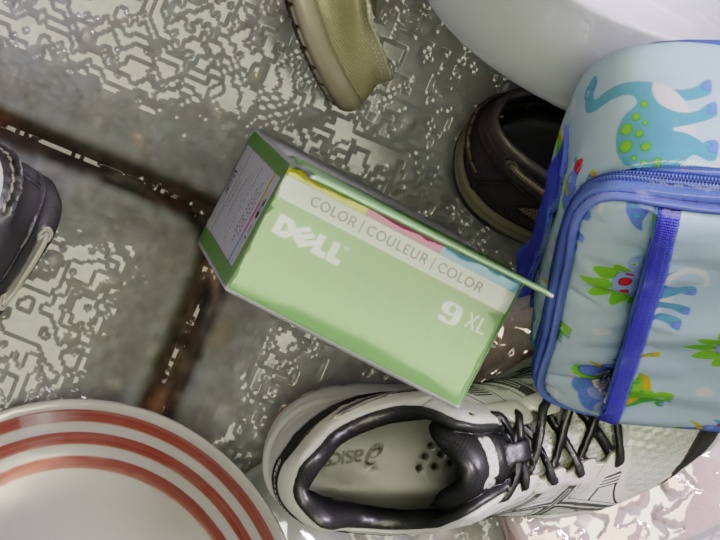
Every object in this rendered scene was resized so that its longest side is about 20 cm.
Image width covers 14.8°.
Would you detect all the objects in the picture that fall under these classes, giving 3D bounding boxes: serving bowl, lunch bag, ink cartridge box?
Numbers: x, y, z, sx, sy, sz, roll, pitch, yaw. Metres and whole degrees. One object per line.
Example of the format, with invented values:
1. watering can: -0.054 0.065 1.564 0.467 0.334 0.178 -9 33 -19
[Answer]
1. serving bowl: 0.104 -0.104 1.102 0.199 0.201 0.066 16 118 -11
2. lunch bag: 0.142 -0.005 1.036 0.159 0.200 0.083 7 63 -1
3. ink cartridge box: 0.000 0.000 1.083 0.103 0.200 0.060 28 92 -11

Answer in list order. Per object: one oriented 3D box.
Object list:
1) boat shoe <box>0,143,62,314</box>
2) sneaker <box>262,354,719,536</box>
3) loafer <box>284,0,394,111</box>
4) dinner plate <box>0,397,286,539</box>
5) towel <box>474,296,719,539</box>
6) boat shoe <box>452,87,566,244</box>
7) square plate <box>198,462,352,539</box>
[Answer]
1. boat shoe: -0.197 0.032 1.127 0.060 0.074 0.201 27 101 -49
2. sneaker: 0.060 0.077 1.133 0.198 0.088 0.076 -12 97 -1
3. loafer: -0.006 -0.166 1.125 0.068 0.076 0.202 -9 98 -2
4. dinner plate: -0.120 0.154 1.149 0.198 0.024 0.202 -1 78 4
5. towel: 0.152 0.074 1.204 0.199 0.032 0.192 -21 100 -7
6. boat shoe: 0.135 -0.025 1.144 0.198 0.073 0.075 14 76 2
7. square plate: -0.061 0.212 1.188 0.199 0.028 0.199 -32 101 -4
